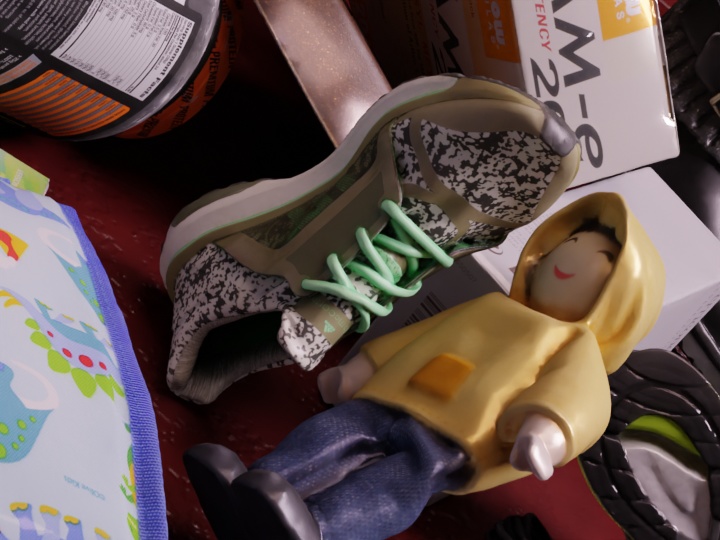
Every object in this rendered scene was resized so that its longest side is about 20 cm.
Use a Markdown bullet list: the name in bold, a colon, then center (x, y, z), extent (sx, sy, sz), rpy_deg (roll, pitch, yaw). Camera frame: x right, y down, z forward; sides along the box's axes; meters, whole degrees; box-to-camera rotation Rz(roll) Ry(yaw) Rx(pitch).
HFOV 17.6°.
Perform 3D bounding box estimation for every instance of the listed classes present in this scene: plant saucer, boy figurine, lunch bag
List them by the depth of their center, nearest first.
- **lunch bag**: center (-0.157, 0.032, 0.671), extent (0.169, 0.127, 0.201), rpy_deg (21, 42, -31)
- **boy figurine**: center (0.040, 0.044, 0.834), extent (0.124, 0.200, 0.065), rpy_deg (23, -38, 55)
- **plant saucer**: center (-0.004, -0.081, 1.024), extent (0.201, 0.034, 0.200), rpy_deg (61, 4, -7)

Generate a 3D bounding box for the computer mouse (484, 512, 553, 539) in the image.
- **computer mouse**: center (0.042, 0.139, 0.845), extent (0.199, 0.044, 0.110), rpy_deg (-1, 49, -52)

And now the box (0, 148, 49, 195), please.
- **box**: center (-0.211, -0.040, 0.810), extent (0.199, 0.036, 0.145), rpy_deg (34, 27, -14)

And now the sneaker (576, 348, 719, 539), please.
- **sneaker**: center (0.145, 0.114, 0.932), extent (0.081, 0.074, 0.201), rpy_deg (-85, 152, -78)

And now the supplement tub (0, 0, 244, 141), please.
- **supplement tub**: center (-0.136, -0.124, 0.907), extent (0.123, 0.122, 0.200), rpy_deg (55, 14, 27)

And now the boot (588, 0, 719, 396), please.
- **boot**: center (0.198, -0.045, 1.134), extent (0.212, 0.157, 0.079), rpy_deg (63, 7, -4)

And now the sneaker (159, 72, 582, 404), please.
- **sneaker**: center (0.000, 0.000, 0.866), extent (0.077, 0.199, 0.089), rpy_deg (39, 41, -29)

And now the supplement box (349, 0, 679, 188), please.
- **supplement box**: center (0.060, -0.117, 1.066), extent (0.073, 0.127, 0.200), rpy_deg (-17, 16, -18)

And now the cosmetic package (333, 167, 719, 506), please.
- **cosmetic package**: center (0.079, 0.024, 1.005), extent (0.074, 0.102, 0.200), rpy_deg (48, 30, 16)
